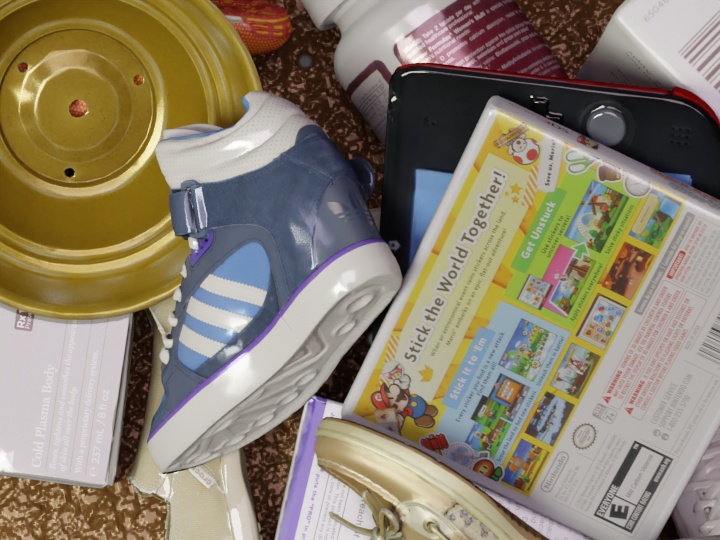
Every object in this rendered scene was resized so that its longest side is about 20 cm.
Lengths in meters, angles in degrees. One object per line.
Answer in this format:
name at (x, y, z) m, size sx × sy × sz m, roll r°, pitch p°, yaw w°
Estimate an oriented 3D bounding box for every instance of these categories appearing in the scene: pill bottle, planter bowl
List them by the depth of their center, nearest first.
planter bowl at (-0.153, -0.081, 1.419) m, size 0.199 × 0.084 × 0.202 m, roll -2°, pitch 106°, yaw -7°
pill bottle at (0.054, -0.106, 1.470) m, size 0.109 × 0.110 × 0.201 m, roll -34°, pitch 86°, yaw -5°

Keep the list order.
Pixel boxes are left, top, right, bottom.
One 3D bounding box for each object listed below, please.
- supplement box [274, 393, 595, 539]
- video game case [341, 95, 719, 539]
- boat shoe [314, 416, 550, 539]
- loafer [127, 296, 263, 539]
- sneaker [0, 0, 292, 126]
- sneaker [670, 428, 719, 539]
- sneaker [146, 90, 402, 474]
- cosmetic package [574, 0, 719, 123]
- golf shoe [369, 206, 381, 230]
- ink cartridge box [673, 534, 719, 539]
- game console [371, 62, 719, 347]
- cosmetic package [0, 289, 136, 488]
supplement box at (0.055, 0.142, 1.448) m, size 0.198 × 0.101 × 0.104 m, roll 13°, pitch 84°, yaw 0°
video game case at (0.109, 0.033, 1.348) m, size 0.181 × 0.023 × 0.201 m, roll 25°, pitch 117°, yaw -1°
boat shoe at (0.053, 0.148, 1.360) m, size 0.199 × 0.073 × 0.063 m, roll 35°, pitch 83°, yaw 0°
loafer at (-0.099, 0.101, 1.459) m, size 0.068 × 0.076 × 0.202 m, roll -12°, pitch 85°, yaw -9°
sneaker at (-0.135, -0.116, 1.495) m, size 0.198 × 0.073 × 0.078 m, roll -11°, pitch 106°, yaw 1°
sneaker at (0.213, 0.136, 1.456) m, size 0.074 × 0.100 × 0.201 m, roll -23°, pitch 84°, yaw -2°
sneaker at (-0.072, -0.002, 1.380) m, size 0.200 × 0.080 × 0.147 m, roll -46°, pitch 67°, yaw 35°
cosmetic package at (0.238, -0.119, 1.432) m, size 0.165 × 0.200 × 0.165 m, roll 45°, pitch 85°, yaw 3°
golf shoe at (0.000, 0.000, 1.427) m, size 0.199 × 0.091 × 0.076 m, roll 2°, pitch 113°, yaw 34°
ink cartridge box at (0.224, 0.208, 1.346) m, size 0.199 × 0.087 × 0.147 m, roll -4°, pitch 91°, yaw -30°
game console at (0.096, -0.006, 1.357) m, size 0.175 × 0.031 × 0.201 m, roll 5°, pitch 114°, yaw 3°
cosmetic package at (-0.229, 0.058, 1.455) m, size 0.198 × 0.090 × 0.108 m, roll 6°, pitch 86°, yaw -5°
